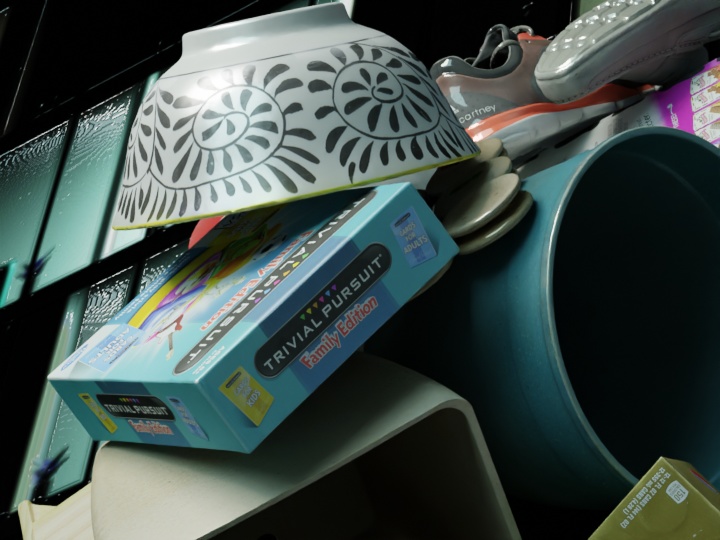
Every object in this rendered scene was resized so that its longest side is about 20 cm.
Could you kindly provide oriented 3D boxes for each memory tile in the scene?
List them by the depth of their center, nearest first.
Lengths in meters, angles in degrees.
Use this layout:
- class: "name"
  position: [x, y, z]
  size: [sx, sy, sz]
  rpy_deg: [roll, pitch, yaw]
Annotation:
- class: "memory tile"
  position: [0.000, 0.000, 1.418]
  size: [0.199, 0.017, 0.153]
  rpy_deg: [-34, 16, 7]

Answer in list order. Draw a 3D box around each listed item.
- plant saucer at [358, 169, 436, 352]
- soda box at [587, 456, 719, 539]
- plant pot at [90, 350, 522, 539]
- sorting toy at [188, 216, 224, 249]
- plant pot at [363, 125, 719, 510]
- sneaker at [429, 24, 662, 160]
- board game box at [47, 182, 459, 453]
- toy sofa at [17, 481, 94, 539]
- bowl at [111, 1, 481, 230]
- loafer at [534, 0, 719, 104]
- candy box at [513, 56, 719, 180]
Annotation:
- class: "plant saucer"
  position: [0.021, 0.024, 1.563]
  size: [0.050, 0.200, 0.201]
  rpy_deg: [20, 65, 42]
- class: "soda box"
  position: [0.113, 0.188, 1.315]
  size: [0.068, 0.064, 0.200]
  rpy_deg: [43, 99, 18]
- class: "plant pot"
  position: [-0.034, 0.151, 1.405]
  size: [0.199, 0.201, 0.177]
  rpy_deg: [-27, 30, -10]
- class: "sorting toy"
  position: [-0.038, 0.001, 1.777]
  size: [0.198, 0.070, 0.201]
  rpy_deg: [-28, 33, 22]
- class: "plant pot"
  position: [0.109, 0.041, 1.452]
  size: [0.187, 0.200, 0.201]
  rpy_deg: [-16, 38, 48]
- class: "sneaker"
  position: [0.116, -0.122, 1.664]
  size: [0.077, 0.082, 0.199]
  rpy_deg: [-30, -7, 39]
- class: "board game box"
  position: [-0.059, 0.023, 1.361]
  size: [0.151, 0.047, 0.200]
  rpy_deg: [-44, 17, -22]
- class: "toy sofa"
  position: [-0.112, 0.146, 1.665]
  size: [0.199, 0.083, 0.098]
  rpy_deg: [-36, 36, 10]
- class: "bowl"
  position: [-0.043, -0.087, 1.410]
  size: [0.199, 0.095, 0.201]
  rpy_deg: [-12, 4, 1]
- class: "loafer"
  position: [0.187, -0.142, 1.639]
  size: [0.199, 0.070, 0.070]
  rpy_deg: [-30, 17, -32]
- class: "candy box"
  position: [0.177, -0.041, 1.592]
  size: [0.199, 0.061, 0.137]
  rpy_deg: [-27, 32, 23]
